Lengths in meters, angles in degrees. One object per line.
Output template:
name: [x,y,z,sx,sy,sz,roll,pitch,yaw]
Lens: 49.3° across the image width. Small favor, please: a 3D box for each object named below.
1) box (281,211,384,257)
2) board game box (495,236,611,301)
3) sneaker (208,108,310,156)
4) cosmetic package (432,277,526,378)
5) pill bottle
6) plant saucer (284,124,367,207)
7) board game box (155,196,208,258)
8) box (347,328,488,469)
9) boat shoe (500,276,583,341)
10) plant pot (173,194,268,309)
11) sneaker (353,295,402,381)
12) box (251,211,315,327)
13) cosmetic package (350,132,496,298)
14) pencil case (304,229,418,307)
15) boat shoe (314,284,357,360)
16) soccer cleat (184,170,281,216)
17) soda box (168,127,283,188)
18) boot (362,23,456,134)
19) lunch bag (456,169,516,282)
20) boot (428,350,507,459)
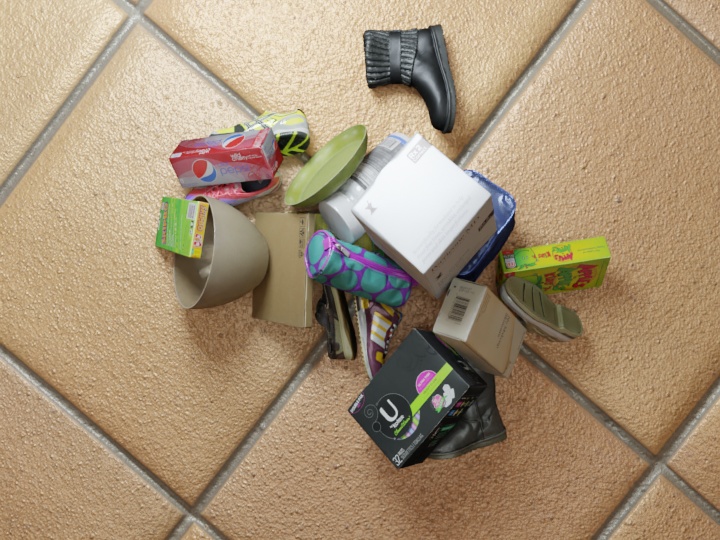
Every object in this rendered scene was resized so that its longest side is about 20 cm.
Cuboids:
box: [-0.052,-0.050,1.487,0.195,0.048,0.121,1,92,2]
board game box: [0.354,-0.002,1.457,0.195,0.102,0.048,-8,57,0]
sneaker: [-0.189,-0.255,1.476,0.195,0.076,0.078,-3,57,6]
cosmetic package: [0.213,0.104,1.377,0.072,0.199,0.105,15,75,38]
pill bottle: [0.025,-0.147,1.421,0.199,0.114,0.114,-42,92,-18]
plant saucer: [-0.056,-0.182,1.415,0.200,0.200,0.031,-45,113,2]
board game box: [-0.329,-0.082,1.428,0.029,0.198,0.098,8,93,-35]
box: [0.105,0.230,1.422,0.148,0.124,0.201,44,103,24]
boat shoe: [0.322,0.083,1.448,0.198,0.076,0.068,32,137,-25]
plant pot: [-0.245,-0.026,1.432,0.132,0.199,0.205,8,93,-32]
sneaker: [0.041,0.117,1.480,0.088,0.075,0.205,-10,94,1]
box: [-0.145,-0.005,1.447,0.021,0.161,0.205,-1,95,-43]
cosmetic package: [0.110,-0.084,1.290,0.165,0.200,0.165,41,89,17]
pencil case: [0.000,0.000,1.384,0.197,0.092,0.087,20,59,-30]
boat shoe: [-0.055,0.081,1.462,0.063,0.073,0.204,-10,110,7]
soccer cleat: [-0.244,-0.150,1.468,0.196,0.073,0.070,-18,92,0]
soda box: [-0.244,-0.203,1.427,0.195,0.064,0.071,-3,130,22]
boot: [0.088,-0.349,1.455,0.154,0.079,0.216,-9,82,-6]
lunch bag: [0.192,-0.066,1.442,0.135,0.132,0.201,39,89,17]
boot: [0.184,0.238,1.486,0.178,0.072,0.205,-17,99,-12]
